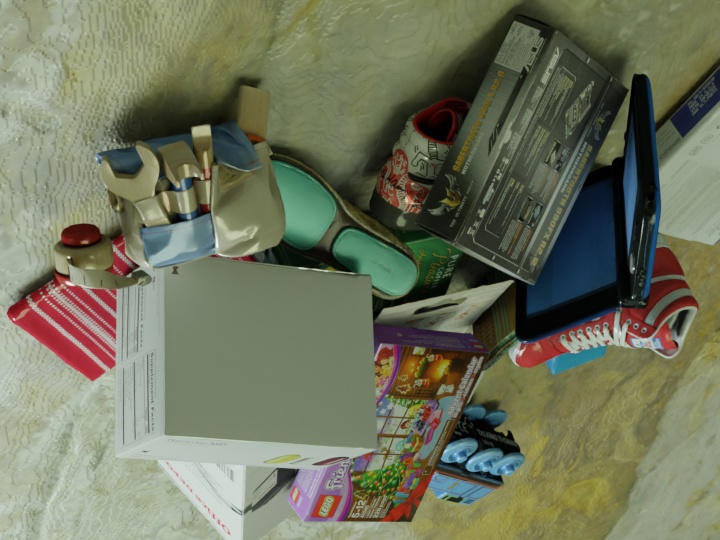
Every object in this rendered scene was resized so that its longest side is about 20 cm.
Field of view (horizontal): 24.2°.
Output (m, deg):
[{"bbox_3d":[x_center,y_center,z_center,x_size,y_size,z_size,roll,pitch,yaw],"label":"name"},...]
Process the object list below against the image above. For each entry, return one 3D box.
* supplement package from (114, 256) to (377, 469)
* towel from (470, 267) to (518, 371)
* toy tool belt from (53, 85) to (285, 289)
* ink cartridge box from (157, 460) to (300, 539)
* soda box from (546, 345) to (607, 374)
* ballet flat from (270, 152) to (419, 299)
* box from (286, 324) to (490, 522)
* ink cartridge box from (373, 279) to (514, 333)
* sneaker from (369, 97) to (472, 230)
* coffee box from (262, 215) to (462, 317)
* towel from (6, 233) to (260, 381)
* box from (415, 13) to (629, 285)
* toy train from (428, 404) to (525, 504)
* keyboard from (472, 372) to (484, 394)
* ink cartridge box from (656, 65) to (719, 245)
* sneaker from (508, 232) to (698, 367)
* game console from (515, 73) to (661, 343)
[{"bbox_3d":[-0.098,0.081,1.431,0.198,0.157,0.111,7,162,-28],"label":"supplement package"},{"bbox_3d":[0.183,-0.002,1.656,0.022,0.147,0.200,38,115,-19],"label":"towel"},{"bbox_3d":[-0.155,-0.071,1.329,0.198,0.125,0.124,-16,114,-25],"label":"toy tool belt"},{"bbox_3d":[-0.127,0.153,1.605,0.083,0.145,0.201,-34,153,-26],"label":"ink cartridge box"},{"bbox_3d":[0.231,0.024,1.788,0.067,0.064,0.201,-19,147,-14],"label":"soda box"},{"bbox_3d":[-0.033,-0.041,1.477,0.199,0.071,0.071,34,117,-27],"label":"ballet flat"},{"bbox_3d":[0.026,0.149,1.598,0.136,0.039,0.201,6,116,-37],"label":"box"},{"bbox_3d":[0.038,0.055,1.655,0.160,0.050,0.200,-13,155,-32],"label":"ink cartridge box"},{"bbox_3d":[0.105,-0.100,1.510,0.200,0.067,0.109,-10,135,-38],"label":"sneaker"},{"bbox_3d":[0.000,0.000,1.593,0.198,0.044,0.123,-14,148,-21],"label":"coffee box"},{"bbox_3d":[-0.199,0.014,1.482,0.199,0.023,0.145,-33,146,5],"label":"towel"},{"bbox_3d":[0.144,-0.102,1.467,0.158,0.048,0.201,23,93,-56],"label":"box"},{"bbox_3d":[0.106,0.209,1.942,0.114,0.087,0.199,-36,148,23],"label":"toy train"},{"bbox_3d":[0.143,0.070,1.805,0.011,0.057,0.201,21,141,6],"label":"keyboard"},{"bbox_3d":[0.365,-0.115,1.715,0.199,0.043,0.197,9,132,-48],"label":"ink cartridge box"},{"bbox_3d":[0.246,0.062,1.684,0.200,0.113,0.071,-39,146,17],"label":"sneaker"},{"bbox_3d":[0.202,-0.058,1.519,0.117,0.201,0.172,2,132,3],"label":"game console"}]
